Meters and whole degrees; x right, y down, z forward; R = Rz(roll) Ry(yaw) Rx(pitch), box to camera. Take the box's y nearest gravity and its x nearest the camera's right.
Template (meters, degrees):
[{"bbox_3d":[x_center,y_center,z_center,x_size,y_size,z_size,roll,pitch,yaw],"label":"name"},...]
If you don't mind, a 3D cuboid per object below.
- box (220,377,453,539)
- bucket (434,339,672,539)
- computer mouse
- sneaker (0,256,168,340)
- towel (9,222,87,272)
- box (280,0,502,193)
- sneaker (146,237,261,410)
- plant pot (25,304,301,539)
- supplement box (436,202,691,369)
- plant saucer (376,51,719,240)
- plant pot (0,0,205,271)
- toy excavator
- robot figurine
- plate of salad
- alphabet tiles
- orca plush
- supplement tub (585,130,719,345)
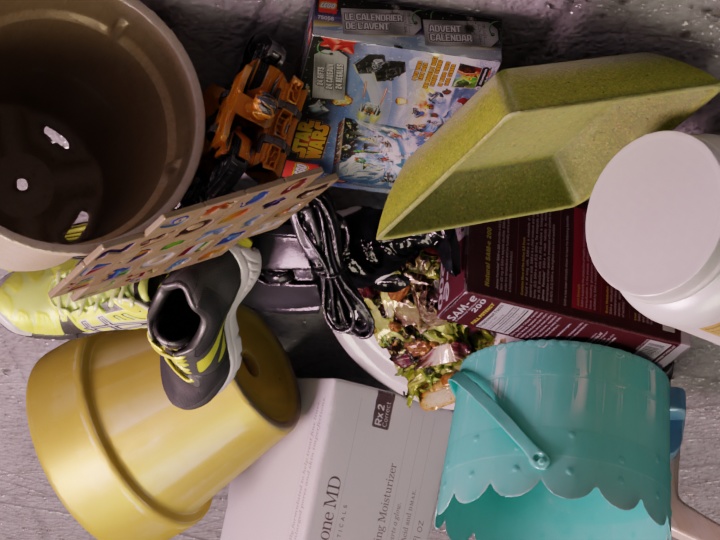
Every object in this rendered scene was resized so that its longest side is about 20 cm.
[{"bbox_3d":[-0.028,0.207,1.975,0.130,0.201,0.200,15,171,-23],"label":"box"},{"bbox_3d":[0.159,0.149,1.754,0.205,0.136,0.207,6,158,2],"label":"bucket"},{"bbox_3d":[-0.079,-0.012,1.694,0.199,0.053,0.139,14,131,51],"label":"computer mouse"},{"bbox_3d":[-0.206,0.014,1.785,0.198,0.076,0.076,-5,168,-9],"label":"sneaker"},{"bbox_3d":[-0.214,-0.013,1.838,0.199,0.018,0.086,-11,147,25],"label":"towel"},{"bbox_3d":[0.016,-0.123,1.583,0.136,0.040,0.200,7,151,-8],"label":"box"},{"bbox_3d":[-0.139,0.045,1.694,0.074,0.085,0.201,33,138,17],"label":"sneaker"},{"bbox_3d":[-0.164,0.122,1.918,0.188,0.202,0.201,-29,140,21],"label":"plant pot"},{"bbox_3d":[0.164,0.003,1.723,0.198,0.110,0.061,15,151,-17],"label":"supplement box"},{"bbox_3d":[0.127,-0.097,1.549,0.198,0.048,0.200,-10,161,-34],"label":"plant saucer"},{"bbox_3d":[-0.230,-0.086,1.554,0.199,0.202,0.183,13,162,-16],"label":"plant pot"},{"bbox_3d":[0.255,0.167,1.914,0.193,0.202,0.100,1,152,5],"label":"toy excavator"},{"bbox_3d":[-0.100,-0.088,1.566,0.058,0.146,0.200,26,156,-20],"label":"robot figurine"},{"bbox_3d":[0.055,0.050,1.824,0.199,0.048,0.201,16,135,17],"label":"plate of salad"},{"bbox_3d":[-0.116,-0.025,1.515,0.199,0.006,0.166,-18,170,-35],"label":"alphabet tiles"},{"bbox_3d":[0.000,0.000,1.722,0.199,0.071,0.105,5,138,45],"label":"orca plush"},{"bbox_3d":[0.272,-0.018,1.603,0.144,0.146,0.199,-19,155,36],"label":"supplement tub"}]
